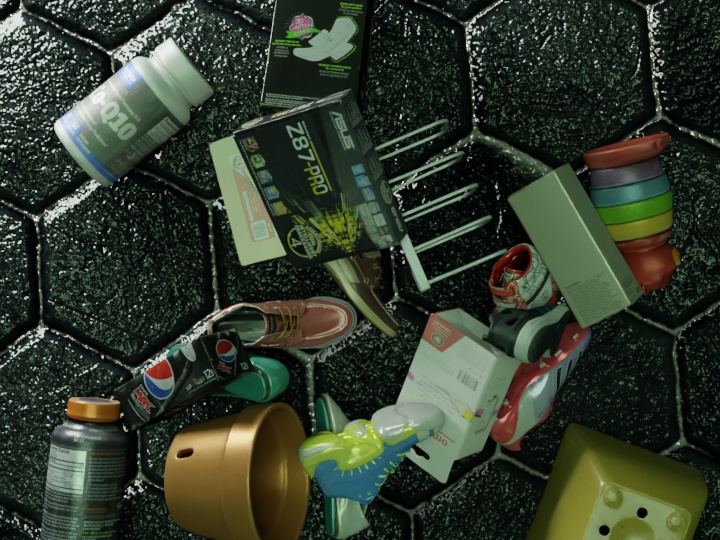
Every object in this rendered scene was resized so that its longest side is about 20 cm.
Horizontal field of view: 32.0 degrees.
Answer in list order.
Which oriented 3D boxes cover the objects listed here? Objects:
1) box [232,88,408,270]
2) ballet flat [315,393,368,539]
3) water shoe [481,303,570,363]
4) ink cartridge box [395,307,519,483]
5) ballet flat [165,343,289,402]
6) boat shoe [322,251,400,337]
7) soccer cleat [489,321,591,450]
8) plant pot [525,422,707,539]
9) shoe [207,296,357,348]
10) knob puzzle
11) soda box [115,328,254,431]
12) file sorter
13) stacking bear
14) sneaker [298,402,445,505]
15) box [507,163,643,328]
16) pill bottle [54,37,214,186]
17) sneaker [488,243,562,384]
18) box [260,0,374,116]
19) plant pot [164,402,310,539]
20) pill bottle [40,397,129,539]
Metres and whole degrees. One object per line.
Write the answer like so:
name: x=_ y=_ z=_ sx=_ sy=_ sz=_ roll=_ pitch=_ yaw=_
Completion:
box: x=-0.049 y=-0.110 z=1.575 sx=0.161 sy=0.049 sz=0.200 roll=-13 pitch=111 yaw=26
ballet flat: x=-0.021 y=0.263 z=1.708 sx=0.069 sy=0.069 sz=0.200 roll=-5 pitch=93 yaw=3
water shoe: x=0.211 y=0.068 z=1.590 sx=0.079 sy=0.200 sz=0.072 roll=23 pitch=98 yaw=18
ink cartridge box: x=0.120 y=0.165 z=1.654 sx=0.116 sy=0.067 sz=0.200 roll=35 pitch=116 yaw=32
ballet flat: x=-0.175 y=0.138 z=1.703 sx=0.200 sy=0.070 sz=0.068 roll=10 pitch=104 yaw=38
boat shoe: x=0.000 y=0.000 z=1.692 sx=0.072 sy=0.072 sz=0.200 roll=-38 pitch=98 yaw=-2
soccer cleat: x=0.246 y=0.154 z=1.695 sx=0.200 sy=0.067 sz=0.076 roll=-48 pitch=118 yaw=-4
plant pot: x=0.336 y=0.327 z=1.610 sx=0.194 sy=0.200 sz=0.196 roll=20 pitch=89 yaw=4
shoe: x=-0.106 y=0.075 z=1.696 sx=0.200 sy=0.091 sz=0.072 roll=-4 pitch=89 yaw=4
knob puzzle: x=-0.090 y=-0.117 z=1.729 sx=0.219 sy=0.030 sz=0.220 roll=0 pitch=88 yaw=4
soda box: x=-0.236 y=0.146 z=1.662 sx=0.200 sy=0.071 sz=0.063 roll=-32 pitch=78 yaw=38
file sorter: x=0.096 y=-0.087 z=1.664 sx=0.124 sy=0.139 sz=0.200 roll=-24 pitch=88 yaw=1
stacking bear: x=0.369 y=-0.070 z=1.664 sx=0.114 sy=0.121 sz=0.200 roll=-11 pitch=97 yaw=21
sneaker: x=0.025 y=0.243 z=1.638 sx=0.200 sy=0.076 sz=0.105 roll=-16 pitch=107 yaw=14
box: x=0.280 y=-0.032 z=1.636 sx=0.082 sy=0.068 sz=0.200 roll=-29 pitch=89 yaw=31
pill bottle: x=-0.304 y=-0.217 z=1.702 sx=0.200 sy=0.114 sz=0.114 roll=-39 pitch=87 yaw=2
sneaker: x=0.192 y=0.060 z=1.664 sx=0.067 sy=0.108 sz=0.202 roll=29 pitch=86 yaw=46
box: x=-0.053 y=-0.280 z=1.655 sx=0.124 sy=0.149 sz=0.200 roll=7 pitch=78 yaw=4
plant pot: x=-0.166 y=0.275 z=1.658 sx=0.140 sy=0.200 sz=0.201 roll=-3 pitch=89 yaw=21
pill bottle: x=-0.371 y=0.274 z=1.702 sx=0.106 sy=0.106 sz=0.200 roll=7 pitch=89 yaw=4
